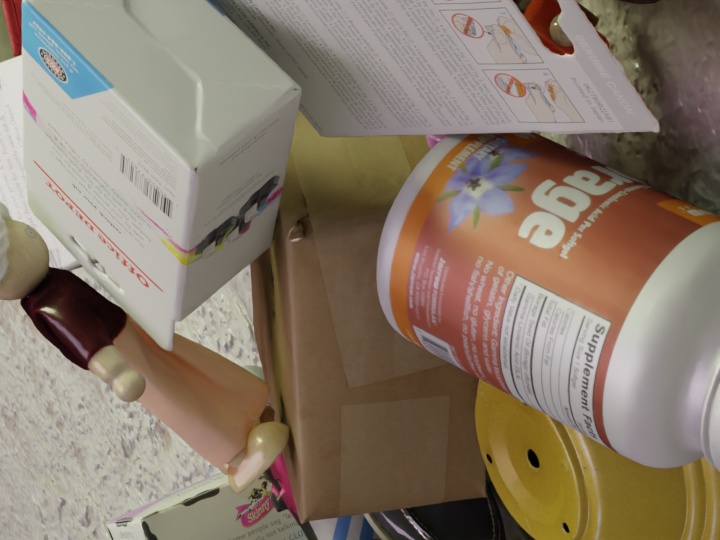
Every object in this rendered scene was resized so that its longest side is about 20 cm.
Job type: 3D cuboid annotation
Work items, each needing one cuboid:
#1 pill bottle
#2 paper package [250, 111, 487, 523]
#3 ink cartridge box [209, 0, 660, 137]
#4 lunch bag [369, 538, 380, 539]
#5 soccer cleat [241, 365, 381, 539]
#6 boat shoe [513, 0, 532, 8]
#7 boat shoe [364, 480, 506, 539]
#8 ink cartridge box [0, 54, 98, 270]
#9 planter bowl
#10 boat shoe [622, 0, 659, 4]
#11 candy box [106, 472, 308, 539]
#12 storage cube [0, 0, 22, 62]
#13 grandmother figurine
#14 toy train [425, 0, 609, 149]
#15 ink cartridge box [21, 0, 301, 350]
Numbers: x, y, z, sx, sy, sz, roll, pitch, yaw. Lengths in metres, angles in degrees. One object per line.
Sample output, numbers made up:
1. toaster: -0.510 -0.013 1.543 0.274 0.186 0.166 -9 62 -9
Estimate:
1. pill bottle: 0.114 0.017 1.054 0.200 0.112 0.112 27 136 33
2. paper package: 0.000 0.000 1.264 0.191 0.103 0.200 -107 12 -53
3. ink cartridge box: 0.020 -0.124 1.020 0.200 0.050 0.161 0 141 42
4. lunch bag: 0.046 0.244 1.354 0.200 0.118 0.164 27 161 -13
5. soccer cleat: -0.011 0.130 1.454 0.200 0.086 0.070 64 168 -22
6. boat shoe: 0.015 -0.164 1.208 0.200 0.059 0.072 33 137 53
7. boat shoe: 0.025 0.092 1.385 0.200 0.072 0.063 60 158 30
8. ink cartridge box: -0.168 -0.059 1.283 0.200 0.067 0.116 -14 100 35
9. planter bowl: 0.113 0.079 1.172 0.200 0.083 0.201 47 148 42
10. boat shoe: 0.068 -0.170 1.076 0.200 0.070 0.071 34 135 52
11. candy box: -0.045 0.219 1.516 0.072 0.167 0.201 -17 93 64
12. storage cube: -0.156 -0.169 1.421 0.200 0.179 0.171 26 132 56
13. grandmother figurine: -0.130 0.033 1.227 0.200 0.061 0.121 38 172 -18
14. toy train: 0.028 -0.129 1.117 0.200 0.056 0.150 33 153 0
15. ink cartridge box: -0.098 -0.056 1.126 0.115 0.068 0.200 45 157 13
